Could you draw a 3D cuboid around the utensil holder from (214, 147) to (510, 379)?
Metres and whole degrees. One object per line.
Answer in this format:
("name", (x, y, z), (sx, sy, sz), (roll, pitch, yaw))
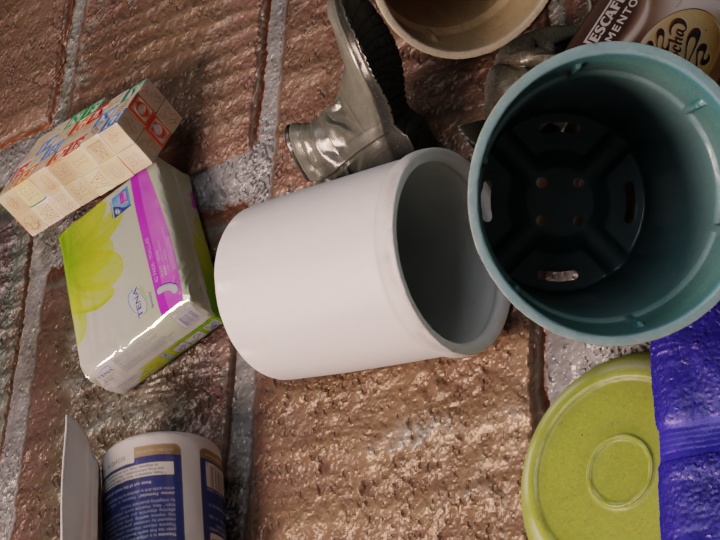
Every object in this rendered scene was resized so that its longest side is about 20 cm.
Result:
("utensil holder", (0.000, 0.000, 1.212), (0.199, 0.170, 0.171), (-12, 62, 37))

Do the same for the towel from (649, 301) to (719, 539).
("towel", (0.273, 0.100, 0.991), (0.146, 0.050, 0.202), (-7, 62, 18))

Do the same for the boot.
("boot", (-0.019, -0.142, 1.297), (0.130, 0.201, 0.068), (-17, 15, 29))

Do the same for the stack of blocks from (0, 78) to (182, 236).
("stack of blocks", (-0.285, -0.128, 1.542), (0.199, 0.059, 0.116), (-25, 28, 34))

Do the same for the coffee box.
("coffee box", (0.262, -0.150, 1.124), (0.200, 0.080, 0.114), (35, 94, 43))

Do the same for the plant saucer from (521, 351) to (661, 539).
("plant saucer", (0.198, 0.151, 1.068), (0.199, 0.031, 0.202), (-18, 59, 33))

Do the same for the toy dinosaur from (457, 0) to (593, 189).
("toy dinosaur", (0.141, -0.162, 1.232), (0.102, 0.077, 0.202), (7, 74, 41))

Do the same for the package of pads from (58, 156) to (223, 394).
("package of pads", (-0.227, 0.007, 1.463), (0.154, 0.068, 0.201), (-36, 50, 20))

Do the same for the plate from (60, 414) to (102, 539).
("plate", (-0.244, 0.264, 1.280), (0.201, 0.032, 0.201), (-105, 16, -57))

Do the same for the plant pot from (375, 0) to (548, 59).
("plant pot", (0.059, -0.317, 1.314), (0.201, 0.200, 0.183), (-54, 36, 6))

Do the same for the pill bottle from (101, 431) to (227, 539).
("pill bottle", (-0.171, 0.253, 1.270), (0.110, 0.111, 0.201), (-25, 55, 28))

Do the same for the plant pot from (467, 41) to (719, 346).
("plant pot", (0.163, -0.052, 1.052), (0.201, 0.199, 0.196), (-61, 4, -1))
